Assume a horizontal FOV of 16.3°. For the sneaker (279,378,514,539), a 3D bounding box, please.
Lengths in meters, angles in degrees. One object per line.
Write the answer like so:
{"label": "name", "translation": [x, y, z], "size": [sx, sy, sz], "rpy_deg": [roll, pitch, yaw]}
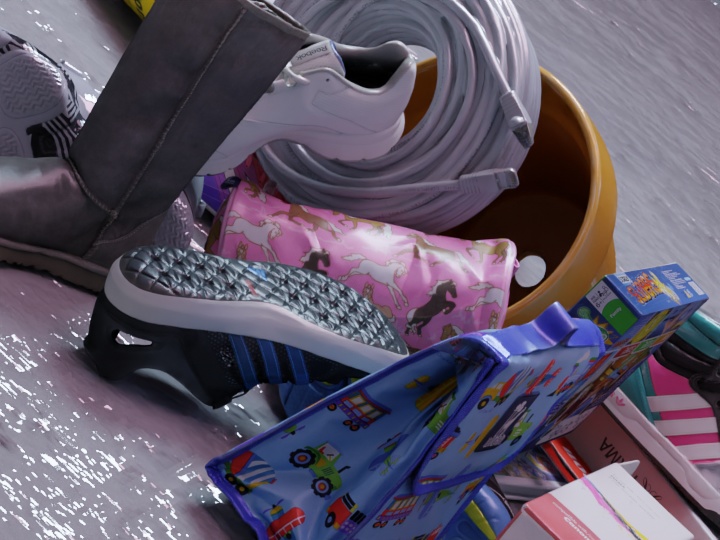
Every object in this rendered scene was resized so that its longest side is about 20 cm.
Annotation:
{"label": "sneaker", "translation": [0.022, 0.106, 1.523], "size": [0.200, 0.071, 0.083], "rpy_deg": [47, 8, 19]}

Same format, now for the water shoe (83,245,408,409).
{"label": "water shoe", "translation": [-0.068, 0.040, 1.456], "size": [0.199, 0.079, 0.072], "rpy_deg": [15, 29, -29]}

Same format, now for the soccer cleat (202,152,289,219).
{"label": "soccer cleat", "translation": [-0.088, -0.074, 1.701], "size": [0.200, 0.073, 0.068], "rpy_deg": [31, 19, -21]}

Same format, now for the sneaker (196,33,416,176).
{"label": "sneaker", "translation": [-0.057, -0.113, 1.553], "size": [0.199, 0.087, 0.075], "rpy_deg": [-9, 61, -26]}

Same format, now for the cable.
{"label": "cable", "translation": [0.022, -0.120, 1.663], "size": [0.069, 0.199, 0.201], "rpy_deg": [23, 55, -62]}

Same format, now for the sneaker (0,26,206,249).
{"label": "sneaker", "translation": [-0.176, -0.087, 1.578], "size": [0.200, 0.075, 0.115], "rpy_deg": [43, 18, -3]}

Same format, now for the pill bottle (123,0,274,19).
{"label": "pill bottle", "translation": [-0.110, -0.211, 1.886], "size": [0.111, 0.112, 0.200], "rpy_deg": [17, 21, -46]}

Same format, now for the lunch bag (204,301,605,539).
{"label": "lunch bag", "translation": [0.041, 0.080, 1.376], "size": [0.094, 0.200, 0.150], "rpy_deg": [56, 24, 16]}

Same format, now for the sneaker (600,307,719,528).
{"label": "sneaker", "translation": [0.249, 0.091, 1.703], "size": [0.200, 0.121, 0.084], "rpy_deg": [47, 9, 5]}

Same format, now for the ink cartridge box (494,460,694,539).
{"label": "ink cartridge box", "translation": [0.118, 0.180, 1.433], "size": [0.067, 0.117, 0.200], "rpy_deg": [43, 20, 16]}

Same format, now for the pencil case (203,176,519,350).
{"label": "pencil case", "translation": [0.000, 0.000, 1.591], "size": [0.199, 0.087, 0.083], "rpy_deg": [14, -7, -4]}

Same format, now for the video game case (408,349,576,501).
{"label": "video game case", "translation": [0.061, 0.097, 1.671], "size": [0.200, 0.018, 0.143], "rpy_deg": [13, 31, -52]}

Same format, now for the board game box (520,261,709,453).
{"label": "board game box", "translation": [0.141, 0.056, 1.566], "size": [0.034, 0.135, 0.200], "rpy_deg": [47, 15, 12]}

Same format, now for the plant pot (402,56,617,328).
{"label": "plant pot", "translation": [0.096, -0.027, 1.753], "size": [0.200, 0.200, 0.183], "rpy_deg": [49, 4, 28]}

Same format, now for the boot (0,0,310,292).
{"label": "boot", "translation": [-0.144, -0.092, 1.447], "size": [0.181, 0.200, 0.073], "rpy_deg": [18, 27, -45]}

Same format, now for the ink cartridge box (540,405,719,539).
{"label": "ink cartridge box", "translation": [0.182, 0.140, 1.707], "size": [0.200, 0.044, 0.173], "rpy_deg": [53, 10, 36]}
